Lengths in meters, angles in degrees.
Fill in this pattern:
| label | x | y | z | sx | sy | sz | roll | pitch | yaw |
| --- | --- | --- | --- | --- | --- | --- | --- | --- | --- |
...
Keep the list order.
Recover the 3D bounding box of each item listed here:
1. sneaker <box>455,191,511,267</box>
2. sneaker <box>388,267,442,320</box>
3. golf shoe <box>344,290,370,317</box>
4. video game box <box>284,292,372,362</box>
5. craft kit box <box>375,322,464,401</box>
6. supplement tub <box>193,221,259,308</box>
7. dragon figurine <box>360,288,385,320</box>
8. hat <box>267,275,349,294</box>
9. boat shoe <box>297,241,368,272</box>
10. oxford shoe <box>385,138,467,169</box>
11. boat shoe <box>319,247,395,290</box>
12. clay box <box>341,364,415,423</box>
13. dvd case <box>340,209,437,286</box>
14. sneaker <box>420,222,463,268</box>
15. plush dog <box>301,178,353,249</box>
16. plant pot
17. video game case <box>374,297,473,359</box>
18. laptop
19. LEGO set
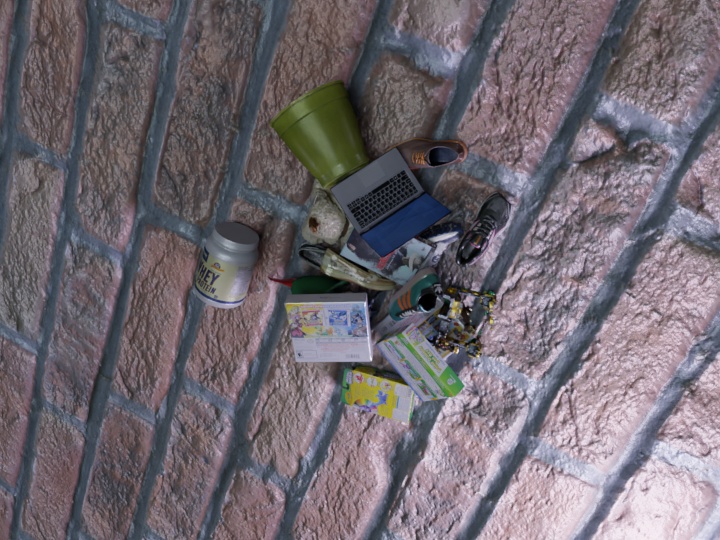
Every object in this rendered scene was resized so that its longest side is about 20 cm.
| label | x | y | z | sx | sy | sz | roll | pitch | yaw |
| --- | --- | --- | --- | --- | --- | --- | --- | --- | --- |
| sneaker | 0.287 | -0.084 | 1.529 | 0.080 | 0.086 | 0.201 | 29 | 114 | 8 |
| sneaker | 0.132 | 0.080 | 1.592 | 0.200 | 0.071 | 0.080 | -54 | 48 | 46 |
| golf shoe | -0.069 | 0.126 | 1.685 | 0.200 | 0.078 | 0.098 | -36 | 87 | 23 |
| video game box | -0.075 | 0.142 | 1.607 | 0.198 | 0.047 | 0.183 | -1 | 124 | 7 |
| craft kit box | 0.142 | 0.233 | 1.624 | 0.200 | 0.048 | 0.197 | 50 | 160 | -1 |
| supplement tub | -0.359 | -0.015 | 1.764 | 0.144 | 0.145 | 0.201 | 27 | 115 | 11 |
| dragon figurine | 0.008 | 0.108 | 1.712 | 0.199 | 0.059 | 0.100 | -23 | 100 | 30 |
| hat | -0.154 | 0.021 | 1.699 | 0.200 | 0.166 | 0.176 | -41 | 80 | 13 |
| boat shoe | -0.073 | -0.015 | 1.693 | 0.199 | 0.071 | 0.073 | 17 | 111 | 9 |
| oxford shoe | 0.145 | -0.273 | 1.528 | 0.199 | 0.073 | 0.072 | -3 | 106 | 22 |
| boat shoe | 0.000 | 0.000 | 1.635 | 0.199 | 0.073 | 0.063 | 15 | 104 | -13 |
| clay box | 0.049 | 0.331 | 1.777 | 0.199 | 0.048 | 0.116 | 14 | 112 | 17 |
| dvd case | 0.066 | -0.050 | 1.576 | 0.199 | 0.022 | 0.146 | 26 | 129 | -5 |
| sneaker | 0.173 | -0.051 | 1.600 | 0.199 | 0.077 | 0.085 | -23 | 108 | 33 |
| plush dog | -0.047 | -0.123 | 1.626 | 0.171 | 0.161 | 0.201 | 12 | 116 | -12 |
| plant pot | -0.078 | -0.306 | 1.526 | 0.200 | 0.200 | 0.194 | -29 | 93 | 26 |
| video game case | 0.162 | 0.157 | 1.692 | 0.182 | 0.023 | 0.200 | 48 | 116 | 1 |
| laptop | 0.064 | -0.158 | 1.467 | 0.187 | 0.116 | 0.201 | -33 | 91 | -6 |
| LEGO set | 0.245 | 0.129 | 1.577 | 0.153 | 0.116 | 0.201 | 24 | 110 | 9 |
